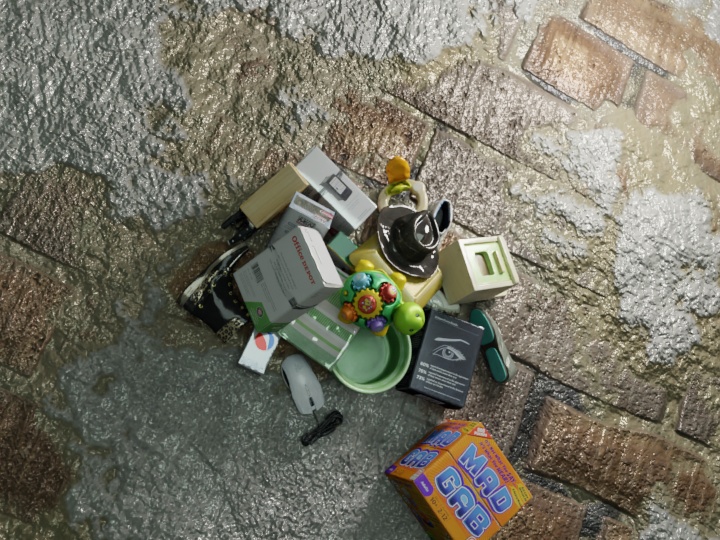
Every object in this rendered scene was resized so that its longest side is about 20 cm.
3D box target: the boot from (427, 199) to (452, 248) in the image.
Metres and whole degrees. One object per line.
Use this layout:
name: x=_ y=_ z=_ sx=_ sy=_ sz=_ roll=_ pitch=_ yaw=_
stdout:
boot: x=0.170 y=-0.080 z=1.660 sx=0.073 sy=0.096 sz=0.202 roll=17 pitch=77 yaw=-13

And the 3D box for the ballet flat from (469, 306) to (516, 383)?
ballet flat: x=0.330 y=0.181 z=1.684 sx=0.063 sy=0.067 sz=0.201 roll=-17 pitch=85 yaw=-46

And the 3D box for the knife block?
knife block: x=-0.223 y=-0.138 z=1.511 sx=0.064 sy=0.200 sz=0.175 roll=50 pitch=58 yaw=-4

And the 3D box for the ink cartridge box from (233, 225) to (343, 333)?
ink cartridge box: x=-0.152 y=0.020 z=1.427 sx=0.199 sy=0.084 sz=0.147 roll=-33 pitch=71 yaw=24

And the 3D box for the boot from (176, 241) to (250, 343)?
boot: x=-0.291 y=0.049 z=1.514 sx=0.151 sy=0.073 sz=0.200 roll=46 pitch=75 yaw=-2

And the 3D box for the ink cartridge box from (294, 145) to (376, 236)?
ink cartridge box: x=-0.075 y=-0.174 z=1.581 sx=0.200 sy=0.145 sz=0.083 roll=44 pitch=71 yaw=-4

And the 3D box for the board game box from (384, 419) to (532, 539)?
board game box: x=0.212 y=0.477 z=1.512 sx=0.199 sy=0.200 sz=0.200 roll=-36 pitch=91 yaw=-19

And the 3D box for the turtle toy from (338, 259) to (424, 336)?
turtle toy: x=0.041 y=0.072 z=1.423 sx=0.199 sy=0.101 sz=0.147 roll=21 pitch=100 yaw=5

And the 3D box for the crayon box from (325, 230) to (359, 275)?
crayon box: x=0.000 y=0.000 z=1.578 sx=0.200 sy=0.126 sz=0.052 roll=45 pitch=79 yaw=-5

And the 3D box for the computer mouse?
computer mouse: x=-0.120 y=0.286 z=1.535 sx=0.109 sy=0.044 sz=0.201 roll=-24 pitch=87 yaw=-18

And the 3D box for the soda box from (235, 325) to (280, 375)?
soda box: x=-0.209 y=0.132 z=1.525 sx=0.063 sy=0.068 sz=0.201 roll=27 pitch=74 yaw=-9

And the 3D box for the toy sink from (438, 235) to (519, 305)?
toy sink: x=0.299 y=-0.004 z=1.639 sx=0.199 sy=0.112 sz=0.131 roll=-5 pitch=71 yaw=-35

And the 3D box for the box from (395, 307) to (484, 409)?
box: x=0.189 y=0.209 z=1.607 sx=0.147 sy=0.104 sz=0.201 roll=22 pitch=74 yaw=-10

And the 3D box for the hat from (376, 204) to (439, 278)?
hat: x=0.127 y=-0.085 z=1.519 sx=0.200 sy=0.081 sz=0.202 roll=22 pitch=48 yaw=-26

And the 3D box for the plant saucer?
plant saucer: x=0.097 y=-0.008 z=1.534 sx=0.200 sy=0.048 sz=0.200 roll=50 pitch=42 yaw=-1

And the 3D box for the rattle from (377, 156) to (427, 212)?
rattle: x=0.096 y=-0.145 z=1.622 sx=0.129 sy=0.143 sz=0.201 roll=18 pitch=72 yaw=-3

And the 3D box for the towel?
towel: x=-0.071 y=0.097 z=1.500 sx=0.152 sy=0.023 sz=0.201 roll=33 pitch=75 yaw=10

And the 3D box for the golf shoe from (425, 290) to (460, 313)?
golf shoe: x=0.161 y=0.038 z=1.630 sx=0.199 sy=0.078 sz=0.098 roll=22 pitch=92 yaw=-13

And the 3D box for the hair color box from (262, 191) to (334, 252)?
hair color box: x=-0.146 y=-0.070 z=1.513 sx=0.099 sy=0.200 sz=0.061 roll=28 pitch=42 yaw=-9

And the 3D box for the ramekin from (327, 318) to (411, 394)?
ramekin: x=0.009 y=0.184 z=1.563 sx=0.198 sy=0.098 sz=0.202 roll=3 pitch=79 yaw=-15
